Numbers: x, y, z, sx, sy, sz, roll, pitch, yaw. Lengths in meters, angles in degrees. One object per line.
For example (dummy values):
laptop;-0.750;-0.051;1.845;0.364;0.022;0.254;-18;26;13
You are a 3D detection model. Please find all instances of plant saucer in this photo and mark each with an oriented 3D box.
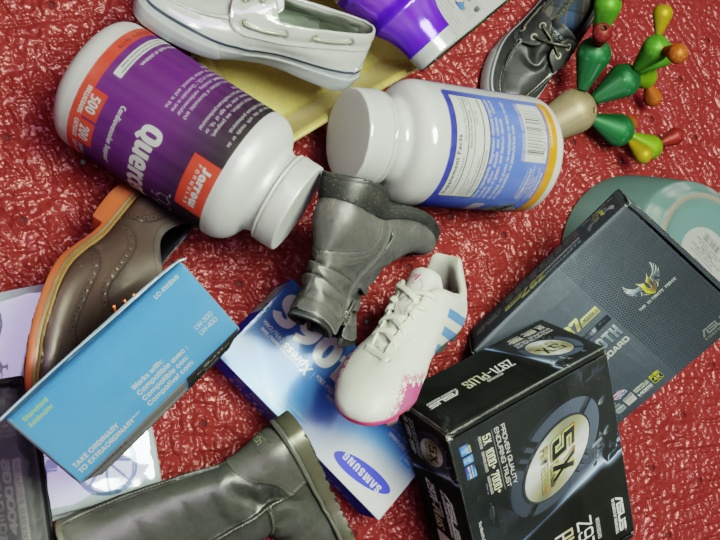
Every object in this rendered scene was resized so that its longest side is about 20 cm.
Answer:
plant saucer;-0.072;-0.225;0.799;0.200;0.048;0.200;-34;94;-24

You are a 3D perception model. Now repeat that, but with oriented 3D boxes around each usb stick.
usb stick;-0.256;0.180;0.642;0.055;0.033;0.201;-9;83;-16

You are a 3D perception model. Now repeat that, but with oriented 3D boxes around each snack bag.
snack bag;-0.266;0.108;0.680;0.199;0.021;0.189;-11;85;-24

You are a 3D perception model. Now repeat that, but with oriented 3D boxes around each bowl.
bowl;0.317;-0.013;0.889;0.200;0.105;0.201;4;79;-21

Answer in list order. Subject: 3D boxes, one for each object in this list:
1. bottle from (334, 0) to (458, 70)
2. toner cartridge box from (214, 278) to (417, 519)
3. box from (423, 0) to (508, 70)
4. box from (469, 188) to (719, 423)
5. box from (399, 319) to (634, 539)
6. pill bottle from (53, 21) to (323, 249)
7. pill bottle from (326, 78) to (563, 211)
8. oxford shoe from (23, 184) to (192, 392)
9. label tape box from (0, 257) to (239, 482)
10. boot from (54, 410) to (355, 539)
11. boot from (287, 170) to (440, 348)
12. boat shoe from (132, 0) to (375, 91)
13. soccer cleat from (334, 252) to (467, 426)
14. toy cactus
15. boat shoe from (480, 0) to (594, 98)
bottle;0.006;-0.270;0.776;0.200;0.065;0.084;48;68;-8
toner cartridge box;-0.028;0.112;0.763;0.200;0.043;0.095;47;69;-9
box;0.090;-0.317;0.887;0.200;0.036;0.144;-42;98;-21
box;0.225;0.049;0.811;0.158;0.051;0.200;41;108;-11
box;0.137;0.172;0.756;0.163;0.086;0.201;-23;113;-22
pill bottle;-0.133;-0.102;0.696;0.200;0.112;0.113;32;70;3
pill bottle;0.074;-0.112;0.792;0.199;0.112;0.112;1;81;-29
oxford shoe;-0.188;0.013;0.662;0.072;0.071;0.200;19;50;-1
label tape box;-0.156;0.073;0.601;0.066;0.200;0.143;46;74;-2
boot;-0.113;0.222;0.695;0.200;0.073;0.182;-30;109;-18
boot;0.000;0.000;0.747;0.200;0.070;0.132;19;85;-61
boat shoe;-0.082;-0.212;0.720;0.200;0.067;0.074;9;46;-28
soccer cleat;0.034;0.048;0.721;0.200;0.070;0.087;-44;142;-55
toy cactus;0.255;-0.174;0.890;0.165;0.102;0.200;-31;135;2
boat shoe;0.196;-0.240;0.898;0.070;0.066;0.200;44;68;-10
